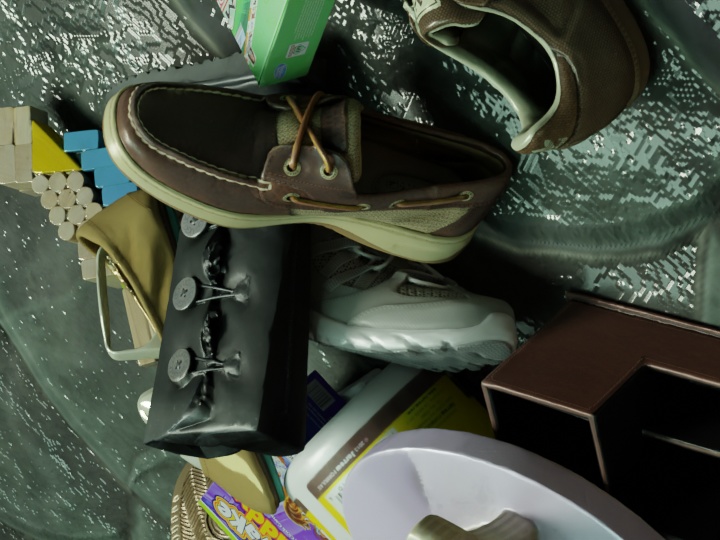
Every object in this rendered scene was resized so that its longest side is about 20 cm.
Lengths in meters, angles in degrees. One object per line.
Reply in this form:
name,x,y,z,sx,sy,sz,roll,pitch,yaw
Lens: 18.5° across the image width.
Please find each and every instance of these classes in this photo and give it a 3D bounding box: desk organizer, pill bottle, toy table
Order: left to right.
toy table,0.053,0.164,1.030,0.199,0.117,0.185,16,125,31
pill bottle,0.061,0.146,1.169,0.200,0.109,0.109,46,146,6
desk organizer,0.159,0.078,1.023,0.199,0.077,0.072,15,132,41

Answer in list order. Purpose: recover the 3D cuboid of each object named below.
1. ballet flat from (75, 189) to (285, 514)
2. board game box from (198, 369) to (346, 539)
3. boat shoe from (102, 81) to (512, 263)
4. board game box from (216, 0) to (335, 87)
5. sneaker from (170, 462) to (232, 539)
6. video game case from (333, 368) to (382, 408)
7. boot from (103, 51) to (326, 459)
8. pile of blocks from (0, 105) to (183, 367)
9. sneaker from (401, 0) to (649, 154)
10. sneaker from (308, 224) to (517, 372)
ballet flat,-0.101,0.051,1.203,0.069,0.063,0.201,85,163,-67
board game box,0.006,0.169,1.281,0.200,0.045,0.135,46,146,7
boat shoe,-0.020,-0.058,1.041,0.199,0.072,0.072,16,144,-23
board game box,-0.040,-0.196,0.995,0.135,0.029,0.200,63,152,23
sneaker,-0.049,0.208,1.391,0.070,0.108,0.201,-32,62,18
video game case,0.035,0.160,1.295,0.200,0.018,0.143,52,145,-1
boot,-0.084,-0.003,1.141,0.165,0.065,0.201,-11,74,53
pile of blocks,-0.133,-0.027,1.294,0.200,0.082,0.062,50,-170,17
sneaker,0.044,-0.141,0.953,0.200,0.075,0.070,51,146,1
sneaker,0.000,0.000,1.130,0.199,0.075,0.082,14,89,42
